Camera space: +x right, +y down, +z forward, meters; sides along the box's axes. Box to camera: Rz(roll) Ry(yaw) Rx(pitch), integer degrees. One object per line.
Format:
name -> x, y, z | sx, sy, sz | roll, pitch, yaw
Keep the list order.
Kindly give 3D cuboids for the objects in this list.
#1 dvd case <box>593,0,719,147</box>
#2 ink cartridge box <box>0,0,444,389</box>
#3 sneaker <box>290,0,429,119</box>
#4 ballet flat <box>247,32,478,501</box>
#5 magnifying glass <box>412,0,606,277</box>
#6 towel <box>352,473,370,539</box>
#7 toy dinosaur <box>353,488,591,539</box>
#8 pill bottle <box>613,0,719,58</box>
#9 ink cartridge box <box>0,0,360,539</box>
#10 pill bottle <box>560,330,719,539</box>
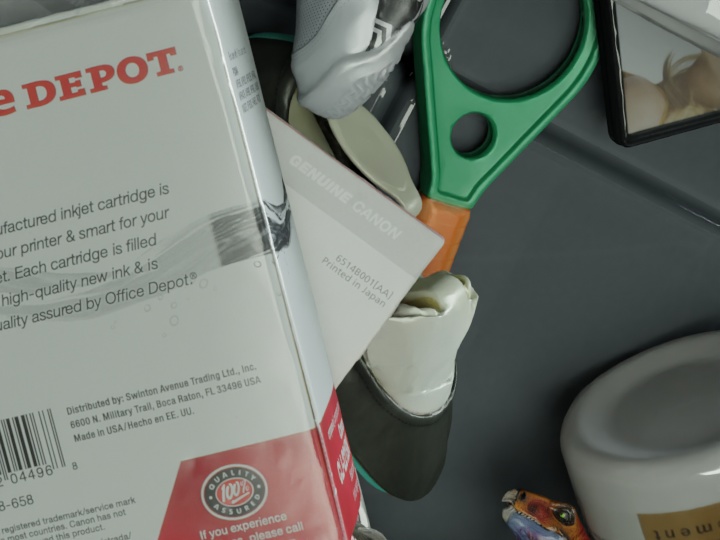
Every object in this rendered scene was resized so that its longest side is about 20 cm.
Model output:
dvd case -> 0.185, -0.141, 1.013 | 0.199, 0.018, 0.144 | -15, 112, -17
ink cartridge box -> -0.096, -0.001, 0.938 | 0.199, 0.045, 0.177 | 36, 98, -3
sneaker -> -0.023, -0.162, 0.909 | 0.114, 0.075, 0.202 | 16, 82, -16
ballet flat -> 0.000, 0.000, 0.968 | 0.068, 0.068, 0.201 | -42, 112, -46
magnifying glass -> 0.041, -0.049, 1.013 | 0.079, 0.022, 0.201 | 15, 102, -21
towel -> -0.102, 0.083, 1.010 | 0.199, 0.030, 0.147 | -18, 112, -9
toy dinosaur -> 0.005, 0.152, 1.030 | 0.180, 0.200, 0.106 | -16, 83, -24
pill bottle -> 0.165, -0.179, 0.921 | 0.111, 0.111, 0.201 | 25, 95, -22
ink cartridge box -> -0.093, 0.010, 0.875 | 0.143, 0.084, 0.202 | -13, 98, 6
pill bottle -> 0.165, 0.137, 1.060 | 0.114, 0.114, 0.201 | -23, 113, -7
